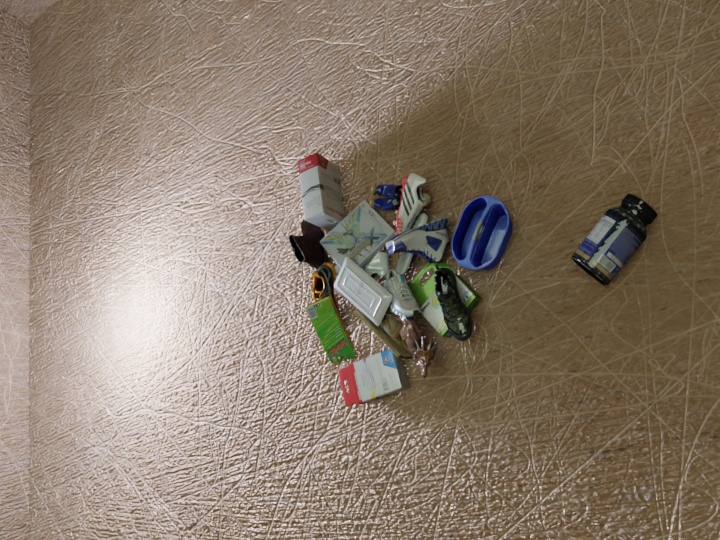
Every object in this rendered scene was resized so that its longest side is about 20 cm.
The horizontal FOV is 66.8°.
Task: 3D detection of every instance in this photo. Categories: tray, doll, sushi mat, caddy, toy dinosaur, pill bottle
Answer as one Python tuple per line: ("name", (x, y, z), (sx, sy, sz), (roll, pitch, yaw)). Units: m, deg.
("tray", (0.001, 0.060, 1.586), (0.199, 0.022, 0.110), (40, 117, 27))
("doll", (0.125, -0.216, 1.670), (0.193, 0.048, 0.142), (5, 87, 26))
("sushi mat", (0.069, 0.189, 1.603), (0.199, 0.095, 0.012), (43, 101, 29))
("caddy", (0.332, -0.099, 1.495), (0.138, 0.104, 0.206), (24, 93, 31))
("toy dinosaur", (0.149, 0.185, 1.507), (0.085, 0.136, 0.203), (-34, 83, -2))
("pill bottle", (0.617, -0.077, 1.324), (0.112, 0.111, 0.202), (43, 102, 28))

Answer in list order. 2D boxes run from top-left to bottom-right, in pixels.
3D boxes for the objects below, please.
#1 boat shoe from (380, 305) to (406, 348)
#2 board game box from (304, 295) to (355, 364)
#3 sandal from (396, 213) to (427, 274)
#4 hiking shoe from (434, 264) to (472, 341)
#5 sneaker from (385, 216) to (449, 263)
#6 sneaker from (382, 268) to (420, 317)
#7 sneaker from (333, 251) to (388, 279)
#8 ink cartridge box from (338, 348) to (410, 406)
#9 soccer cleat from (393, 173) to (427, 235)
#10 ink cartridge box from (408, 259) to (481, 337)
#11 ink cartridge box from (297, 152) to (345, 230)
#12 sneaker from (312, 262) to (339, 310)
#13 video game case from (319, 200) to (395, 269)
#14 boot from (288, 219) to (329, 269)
("boat shoe", (0.092, 0.148, 1.617), (0.070, 0.069, 0.201), (-40, 82, -5))
("board game box", (-0.090, 0.187, 1.692), (0.093, 0.030, 0.206), (-20, 99, 24))
("sandal", (0.162, -0.066, 1.618), (0.048, 0.083, 0.209), (20, 99, -12))
("hiking shoe", (0.232, 0.087, 1.437), (0.074, 0.100, 0.206), (-26, 69, 22))
("sneaker", (0.178, -0.067, 1.541), (0.193, 0.080, 0.119), (-21, 93, -16))
("sneaker", (0.113, 0.059, 1.553), (0.200, 0.072, 0.090), (-132, 44, -55))
("sneaker", (0.000, 0.000, 1.692), (0.194, 0.070, 0.084), (-12, 78, 27))
("ink cartridge box", (0.038, 0.319, 1.614), (0.195, 0.067, 0.120), (-24, 70, 24))
("soccer cleat", (0.149, -0.179, 1.602), (0.083, 0.068, 0.208), (15, 107, 25))
("ink cartridge box", (0.222, 0.064, 1.548), (0.149, 0.075, 0.201), (-49, 63, 13))
("ink cartridge box", (-0.124, -0.250, 1.762), (0.080, 0.145, 0.208), (-16, 73, 26))
("sneaker", (-0.118, 0.083, 1.718), (0.076, 0.076, 0.208), (4, 106, 33))
("video game case", (-0.011, -0.101, 1.691), (0.199, 0.022, 0.183), (-42, 52, -1))
("boot", (-0.175, -0.100, 1.753), (0.071, 0.165, 0.205), (-34, 67, 19))
